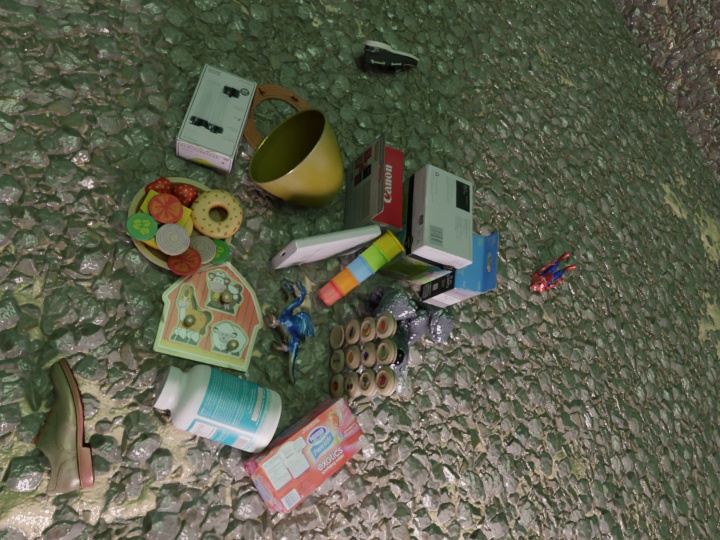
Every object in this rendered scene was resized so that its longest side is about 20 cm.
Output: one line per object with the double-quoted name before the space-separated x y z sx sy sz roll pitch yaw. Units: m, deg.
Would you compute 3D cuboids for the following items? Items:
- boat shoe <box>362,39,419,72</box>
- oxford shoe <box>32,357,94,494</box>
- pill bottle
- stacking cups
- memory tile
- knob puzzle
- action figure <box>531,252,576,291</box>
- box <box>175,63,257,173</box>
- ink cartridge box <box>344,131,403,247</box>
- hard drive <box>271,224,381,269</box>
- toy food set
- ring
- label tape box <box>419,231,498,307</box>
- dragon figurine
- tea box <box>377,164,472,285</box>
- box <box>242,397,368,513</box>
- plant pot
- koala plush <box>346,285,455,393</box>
"boat shoe" 0.082 -0.565 1.399 0.199 0.074 0.061 -8 119 -49
"oxford shoe" -0.457 0.235 0.791 0.074 0.070 0.202 -10 77 -27
"pill bottle" -0.244 0.231 0.893 0.199 0.111 0.112 27 61 -21
"stacking cups" 0.000 0.000 1.097 0.200 0.061 0.061 -41 96 -3
"memory tile" 0.000 0.167 1.010 0.017 0.199 0.155 15 67 -35
"knob puzzle" -0.272 0.073 0.981 0.218 0.030 0.222 11 68 -27
"action figure" 0.546 0.009 1.488 0.199 0.052 0.066 -28 92 -32
"box" -0.295 -0.312 1.074 0.116 0.060 0.202 16 65 -15
"ink cartridge box" 0.040 -0.176 1.168 0.083 0.175 0.202 13 67 -26
"hard drive" -0.072 -0.049 1.082 0.199 0.132 0.027 -13 80 -33
"toy food set" -0.333 -0.088 0.986 0.199 0.049 0.199 27 60 -19
"ring" -0.180 -0.338 1.188 0.199 0.019 0.202 11 68 -27
"label tape box" 0.223 -0.006 1.203 0.063 0.200 0.145 21 63 -24
"dragon figurine" -0.128 0.117 1.035 0.099 0.059 0.201 -16 81 -34
"tea box" 0.144 -0.096 1.189 0.133 0.196 0.202 16 65 -25
"box" -0.099 0.332 0.955 0.199 0.095 0.103 -32 91 -35
"plant pot" -0.114 -0.217 1.101 0.142 0.199 0.201 45 52 -41
"koala plush" 0.066 0.149 1.102 0.176 0.184 0.201 22 84 -23
